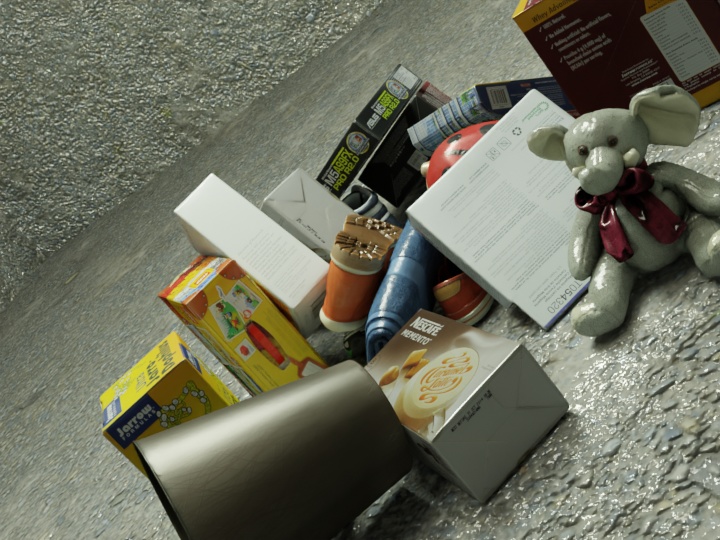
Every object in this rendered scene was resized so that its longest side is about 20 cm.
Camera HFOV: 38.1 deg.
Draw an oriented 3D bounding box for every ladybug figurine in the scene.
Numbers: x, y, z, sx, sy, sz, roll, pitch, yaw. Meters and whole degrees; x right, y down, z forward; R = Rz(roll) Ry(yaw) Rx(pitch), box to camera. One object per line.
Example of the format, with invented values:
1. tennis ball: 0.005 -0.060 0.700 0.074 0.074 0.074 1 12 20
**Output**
1. ladybug figurine: 0.162 -0.111 1.162 0.198 0.072 0.137 1 69 16

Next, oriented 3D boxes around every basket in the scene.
1. basket: -0.067 0.172 0.896 0.199 0.136 0.181 -28 57 -18

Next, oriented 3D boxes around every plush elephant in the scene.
1. plush elephant: 0.234 -0.075 0.925 0.164 0.155 0.201 -27 28 34

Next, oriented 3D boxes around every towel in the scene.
1. towel: 0.050 0.023 1.135 0.048 0.112 0.201 11 50 16

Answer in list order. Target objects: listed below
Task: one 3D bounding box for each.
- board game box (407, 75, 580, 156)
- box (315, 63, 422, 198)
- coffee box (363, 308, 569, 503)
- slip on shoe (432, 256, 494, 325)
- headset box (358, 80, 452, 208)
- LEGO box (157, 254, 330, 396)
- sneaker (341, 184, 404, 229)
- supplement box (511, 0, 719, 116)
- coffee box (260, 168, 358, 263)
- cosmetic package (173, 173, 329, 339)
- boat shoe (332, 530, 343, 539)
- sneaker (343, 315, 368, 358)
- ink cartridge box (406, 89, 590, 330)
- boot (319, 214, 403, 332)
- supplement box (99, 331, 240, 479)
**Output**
1. board game box: 0.172 -0.183 1.349 0.199 0.062 0.200 -12 -8 -32
2. box: 0.003 -0.182 1.452 0.160 0.044 0.200 -52 4 39
3. coffee box: 0.080 0.114 0.939 0.114 0.080 0.200 -44 19 -10
4. slip on shoe: 0.127 -0.017 1.173 0.074 0.061 0.200 -29 21 35
5. headset box: 0.078 -0.191 1.538 0.149 0.075 0.200 -54 3 19
6. LEGO box: -0.134 0.080 1.244 0.077 0.200 0.149 -45 18 -15
7. sneaker: -0.018 -0.050 1.454 0.199 0.109 0.070 -17 29 50
8. supplement box: 0.316 -0.280 1.178 0.197 0.200 0.133 -26 23 36
9. coffee box: -0.086 -0.025 1.383 0.080 0.114 0.200 -47 -5 -35
10. cosmetic package: -0.122 -0.016 1.249 0.071 0.200 0.102 -46 -22 -15
11. boat shoe: -0.019 0.180 1.010 0.068 0.072 0.200 -10 30 30
12. sneaker: 0.003 0.033 1.264 0.078 0.085 0.200 -33 21 22
13. ink cartridge box: 0.183 -0.061 1.070 0.196 0.200 0.043 -43 -25 -9
14. boot: 0.000 0.000 1.192 0.200 0.075 0.108 -46 -28 -67
15. supplement box: -0.161 0.180 1.072 0.109 0.200 0.109 -42 19 -4
